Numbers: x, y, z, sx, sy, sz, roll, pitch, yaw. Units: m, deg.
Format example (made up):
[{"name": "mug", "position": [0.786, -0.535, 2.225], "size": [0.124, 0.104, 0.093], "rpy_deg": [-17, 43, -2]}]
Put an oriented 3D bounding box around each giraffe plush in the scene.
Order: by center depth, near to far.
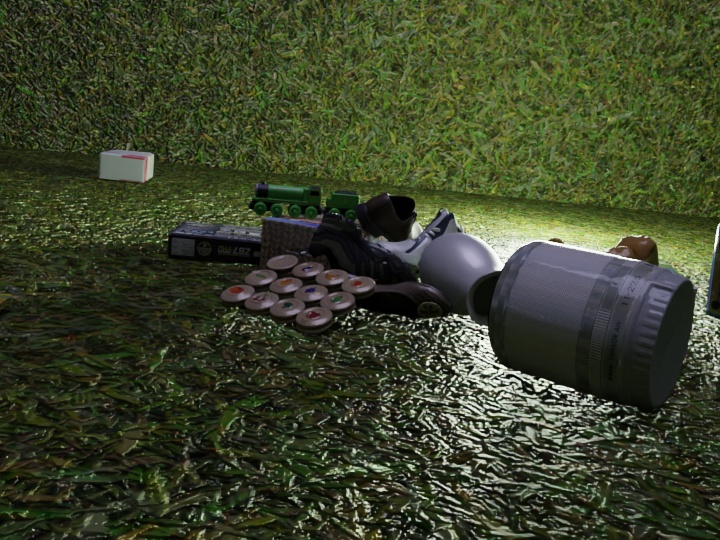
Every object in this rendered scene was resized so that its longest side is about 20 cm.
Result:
[{"name": "giraffe plush", "position": [0.322, 0.026, 1.021], "size": [0.161, 0.174, 0.199], "rpy_deg": [15, 7, 39]}]

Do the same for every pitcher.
[{"name": "pitcher", "position": [0.185, 0.027, 1.101], "size": [0.171, 0.122, 0.200], "rpy_deg": [30, 6, -26]}]

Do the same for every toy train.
[{"name": "toy train", "position": [-0.095, -0.120, 1.266], "size": [0.198, 0.057, 0.042], "rpy_deg": [4, 12, -9]}]

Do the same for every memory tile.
[{"name": "memory tile", "position": [-0.089, 0.028, 1.037], "size": [0.199, 0.017, 0.153], "rpy_deg": [14, 33, 36]}]

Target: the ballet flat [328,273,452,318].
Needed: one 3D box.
[{"name": "ballet flat", "position": [0.036, 0.044, 1.060], "size": [0.199, 0.068, 0.046], "rpy_deg": [11, 45, 22]}]

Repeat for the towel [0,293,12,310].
[{"name": "towel", "position": [-0.471, 0.060, 0.815], "size": [0.085, 0.018, 0.200], "rpy_deg": [-1, 14, -5]}]

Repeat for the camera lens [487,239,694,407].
[{"name": "camera lens", "position": [0.260, 0.058, 0.838], "size": [0.199, 0.161, 0.159], "rpy_deg": [16, 15, 37]}]

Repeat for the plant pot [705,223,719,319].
[{"name": "plant pot", "position": [0.712, 0.008, 1.236], "size": [0.179, 0.202, 0.199], "rpy_deg": [-11, 20, -34]}]

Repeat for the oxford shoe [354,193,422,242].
[{"name": "oxford shoe", "position": [0.074, -0.088, 1.297], "size": [0.084, 0.073, 0.200], "rpy_deg": [-30, -20, 20]}]

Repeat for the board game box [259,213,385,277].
[{"name": "board game box", "position": [-0.062, -0.044, 1.303], "size": [0.158, 0.098, 0.200], "rpy_deg": [11, 13, 21]}]

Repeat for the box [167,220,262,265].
[{"name": "box", "position": [-0.252, -0.054, 1.374], "size": [0.198, 0.050, 0.161], "rpy_deg": [5, 14, -5]}]

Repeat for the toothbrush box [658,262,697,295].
[{"name": "toothbrush box", "position": [0.457, 0.037, 1.212], "size": [0.144, 0.087, 0.200], "rpy_deg": [8, 12, 10]}]

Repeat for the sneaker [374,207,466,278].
[{"name": "sneaker", "position": [0.111, -0.055, 1.269], "size": [0.198, 0.131, 0.079], "rpy_deg": [12, -18, -19]}]

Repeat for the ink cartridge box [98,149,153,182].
[{"name": "ink cartridge box", "position": [-0.764, -0.344, 2.377], "size": [0.144, 0.084, 0.200], "rpy_deg": [5, 12, -9]}]

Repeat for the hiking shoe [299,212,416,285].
[{"name": "hiking shoe", "position": [0.000, 0.000, 1.153], "size": [0.200, 0.101, 0.076], "rpy_deg": [37, -8, -9]}]
